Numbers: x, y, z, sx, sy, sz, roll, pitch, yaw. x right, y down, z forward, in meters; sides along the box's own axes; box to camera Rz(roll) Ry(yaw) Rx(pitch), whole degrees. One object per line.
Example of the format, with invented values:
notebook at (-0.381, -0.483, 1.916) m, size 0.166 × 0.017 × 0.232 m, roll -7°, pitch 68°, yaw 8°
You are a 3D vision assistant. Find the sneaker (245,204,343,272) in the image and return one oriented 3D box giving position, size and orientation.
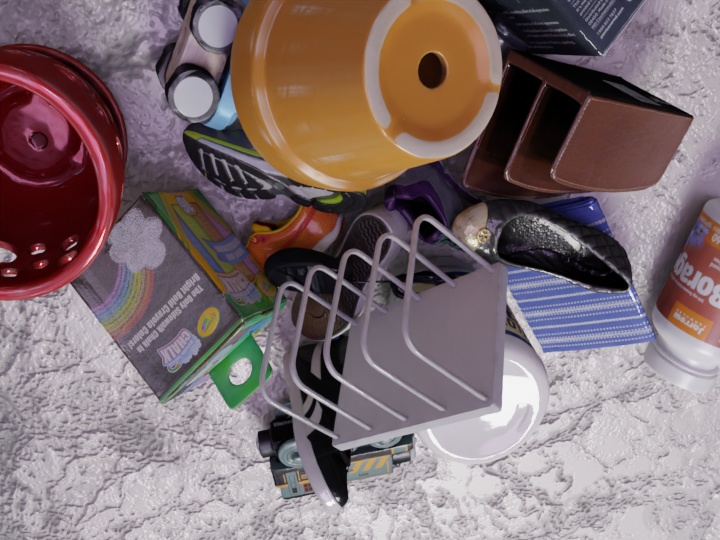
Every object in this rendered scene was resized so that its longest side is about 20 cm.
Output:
sneaker at (-0.104, -0.007, 0.897) m, size 0.077 × 0.073 × 0.200 m, roll 42°, pitch 97°, yaw -9°

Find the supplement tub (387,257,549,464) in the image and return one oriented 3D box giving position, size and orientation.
supplement tub at (0.104, 0.087, 0.886) m, size 0.141 × 0.201 × 0.148 m, roll -4°, pitch 118°, yaw -8°

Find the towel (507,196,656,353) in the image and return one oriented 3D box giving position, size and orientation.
towel at (0.230, 0.009, 0.929) m, size 0.142 × 0.024 × 0.202 m, roll -10°, pitch 124°, yaw 37°

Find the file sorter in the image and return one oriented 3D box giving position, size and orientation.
file sorter at (0.017, 0.058, 0.756) m, size 0.124 × 0.141 × 0.198 m, roll 33°, pitch 141°, yaw -32°

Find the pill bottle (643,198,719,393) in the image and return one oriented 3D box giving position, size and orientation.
pill bottle at (0.404, 0.032, 0.953) m, size 0.110 × 0.113 × 0.204 m, roll 13°, pitch 113°, yaw -14°

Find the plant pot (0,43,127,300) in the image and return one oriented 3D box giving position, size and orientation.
plant pot at (-0.306, -0.103, 0.747) m, size 0.195 × 0.183 × 0.205 m, roll -3°, pitch 116°, yaw -6°

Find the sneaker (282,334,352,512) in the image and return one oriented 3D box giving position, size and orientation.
sneaker at (-0.016, 0.149, 0.903) m, size 0.110 × 0.203 × 0.074 m, roll -23°, pitch 139°, yaw 5°

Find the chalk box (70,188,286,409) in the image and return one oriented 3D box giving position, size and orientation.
chalk box at (-0.161, 0.037, 0.817) m, size 0.124 × 0.124 × 0.201 m, roll -40°, pitch 86°, yaw 15°

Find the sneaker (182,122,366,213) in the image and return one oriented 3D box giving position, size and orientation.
sneaker at (-0.082, -0.117, 0.840) m, size 0.195 × 0.082 × 0.074 m, roll 14°, pitch 152°, yaw 2°

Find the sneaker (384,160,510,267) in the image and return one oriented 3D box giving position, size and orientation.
sneaker at (0.091, -0.042, 0.855) m, size 0.198 × 0.089 × 0.074 m, roll 35°, pitch 135°, yaw -26°

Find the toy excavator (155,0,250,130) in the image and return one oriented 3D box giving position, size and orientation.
toy excavator at (-0.073, -0.215, 0.788) m, size 0.196 × 0.100 × 0.198 m, roll 16°, pitch 110°, yaw -29°

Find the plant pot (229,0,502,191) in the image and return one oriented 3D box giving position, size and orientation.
plant pot at (0.014, -0.160, 0.682) m, size 0.196 × 0.182 × 0.206 m, roll -7°, pitch 104°, yaw -27°

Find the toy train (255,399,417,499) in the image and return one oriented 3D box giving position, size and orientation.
toy train at (-0.024, 0.206, 0.999) m, size 0.195 × 0.086 × 0.116 m, roll -11°, pitch 129°, yaw -5°

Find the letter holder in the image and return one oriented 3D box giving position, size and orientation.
letter holder at (0.208, -0.114, 0.813) m, size 0.197 × 0.100 × 0.145 m, roll -2°, pitch 123°, yaw -44°

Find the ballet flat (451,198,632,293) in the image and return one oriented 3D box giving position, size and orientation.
ballet flat at (0.183, -0.025, 0.822) m, size 0.195 × 0.057 × 0.068 m, roll 12°, pitch 116°, yaw -15°

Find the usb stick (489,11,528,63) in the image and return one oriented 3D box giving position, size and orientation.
usb stick at (0.081, -0.167, 0.820) m, size 0.055 × 0.033 × 0.200 m, roll 31°, pitch 129°, yaw -21°

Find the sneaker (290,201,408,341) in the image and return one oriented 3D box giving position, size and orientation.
sneaker at (-0.004, 0.001, 0.908) m, size 0.073 × 0.085 × 0.200 m, roll 44°, pitch 128°, yaw 3°

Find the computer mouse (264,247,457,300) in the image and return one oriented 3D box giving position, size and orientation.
computer mouse at (0.000, 0.000, 0.830) m, size 0.195 × 0.035 × 0.059 m, roll 5°, pitch 148°, yaw 6°

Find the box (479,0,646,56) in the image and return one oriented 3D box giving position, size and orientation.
box at (0.145, -0.295, 0.729) m, size 0.199 × 0.148 × 0.108 m, roll 38°, pitch 92°, yaw -23°
